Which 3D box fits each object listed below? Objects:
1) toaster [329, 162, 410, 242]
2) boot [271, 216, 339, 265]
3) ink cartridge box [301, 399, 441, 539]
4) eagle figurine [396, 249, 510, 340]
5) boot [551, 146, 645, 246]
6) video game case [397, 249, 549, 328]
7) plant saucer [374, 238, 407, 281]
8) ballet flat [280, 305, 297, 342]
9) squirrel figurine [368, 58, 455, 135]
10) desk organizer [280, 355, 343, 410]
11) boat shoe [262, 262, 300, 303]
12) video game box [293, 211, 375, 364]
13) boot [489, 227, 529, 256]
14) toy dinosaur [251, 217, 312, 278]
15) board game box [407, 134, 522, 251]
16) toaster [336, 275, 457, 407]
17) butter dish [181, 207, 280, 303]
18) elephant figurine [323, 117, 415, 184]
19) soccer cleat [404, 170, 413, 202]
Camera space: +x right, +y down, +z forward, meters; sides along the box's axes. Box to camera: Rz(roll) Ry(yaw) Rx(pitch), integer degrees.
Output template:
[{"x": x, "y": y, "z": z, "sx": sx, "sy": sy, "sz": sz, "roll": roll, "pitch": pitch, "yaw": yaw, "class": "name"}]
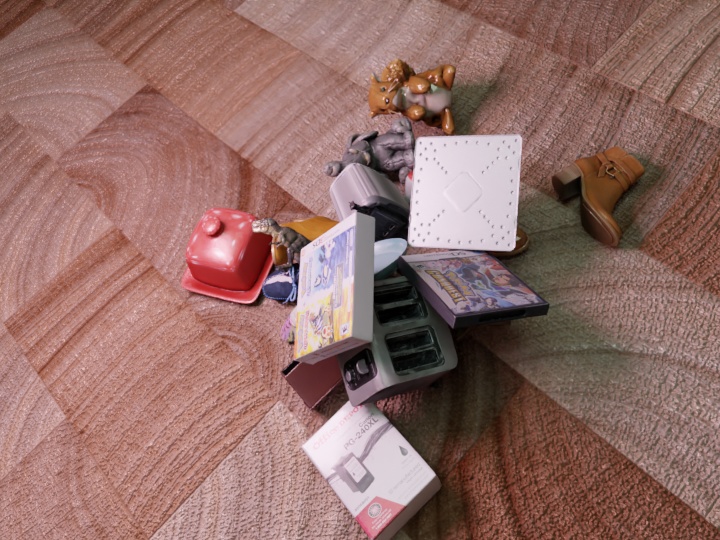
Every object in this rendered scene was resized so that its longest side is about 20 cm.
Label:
[{"x": 0.019, "y": -0.127, "z": 1.283, "sx": 0.114, "sy": 0.198, "sz": 0.131, "roll": -46, "pitch": 48, "yaw": 23, "class": "toaster"}, {"x": -0.088, "y": -0.065, "z": 1.298, "sx": 0.140, "sy": 0.072, "sz": 0.202, "roll": 2, "pitch": 24, "yaw": 15, "class": "boot"}, {"x": 0.016, "y": 0.327, "z": 1.073, "sx": 0.145, "sy": 0.084, "sz": 0.200, "roll": -41, "pitch": 58, "yaw": -11, "class": "ink cartridge box"}, {"x": 0.167, "y": 0.030, "z": 1.186, "sx": 0.150, "sy": 0.151, "sz": 0.202, "roll": -37, "pitch": 60, "yaw": 15, "class": "eagle figurine"}, {"x": 0.487, "y": -0.150, "z": 1.244, "sx": 0.153, "sy": 0.077, "sz": 0.202, "roll": -25, "pitch": 49, "yaw": -5, "class": "boot"}, {"x": 0.181, "y": 0.022, "z": 1.058, "sx": 0.177, "sy": 0.026, "sz": 0.200, "roll": -5, "pitch": 30, "yaw": -23, "class": "video game case"}, {"x": 0.000, "y": 0.000, "z": 1.175, "sx": 0.197, "sy": 0.028, "sz": 0.201, "roll": -24, "pitch": 16, "yaw": 7, "class": "plant saucer"}, {"x": -0.075, "y": 0.074, "z": 1.256, "sx": 0.196, "sy": 0.072, "sz": 0.070, "roll": -23, "pitch": 57, "yaw": 1, "class": "ballet flat"}, {"x": 0.101, "y": -0.389, "z": 1.425, "sx": 0.182, "sy": 0.144, "sz": 0.201, "roll": -7, "pitch": 31, "yaw": -9, "class": "squirrel figurine"}, {"x": -0.049, "y": 0.153, "z": 1.182, "sx": 0.200, "sy": 0.072, "sz": 0.077, "roll": -43, "pitch": 100, "yaw": -12, "class": "desk organizer"}, {"x": -0.107, "y": 0.015, "z": 1.284, "sx": 0.196, "sy": 0.069, "sz": 0.086, "roll": -17, "pitch": 100, "yaw": 7, "class": "boat shoe"}, {"x": -0.044, "y": 0.032, "z": 1.034, "sx": 0.046, "sy": 0.181, "sz": 0.205, "roll": 14, "pitch": 65, "yaw": -28, "class": "video game box"}, {"x": 0.229, "y": -0.112, "z": 1.229, "sx": 0.196, "sy": 0.156, "sz": 0.074, "roll": 15, "pitch": 56, "yaw": 22, "class": "boot"}, {"x": -0.118, "y": -0.032, "z": 1.219, "sx": 0.047, "sy": 0.197, "sz": 0.090, "roll": -12, "pitch": 60, "yaw": 61, "class": "toy dinosaur"}, {"x": 0.188, "y": -0.139, "z": 1.157, "sx": 0.196, "sy": 0.026, "sz": 0.205, "roll": 3, "pitch": 86, "yaw": 24, "class": "board game box"}, {"x": 0.057, "y": 0.118, "z": 1.093, "sx": 0.196, "sy": 0.119, "sz": 0.185, "roll": -8, "pitch": 70, "yaw": -29, "class": "toaster"}, {"x": -0.286, "y": -0.058, "z": 1.347, "sx": 0.196, "sy": 0.149, "sz": 0.203, "roll": 11, "pitch": 62, "yaw": 21, "class": "butter dish"}, {"x": 0.021, "y": -0.246, "z": 1.373, "sx": 0.195, "sy": 0.156, "sz": 0.144, "roll": -11, "pitch": 64, "yaw": 4, "class": "elephant figurine"}, {"x": 0.185, "y": -0.153, "z": 1.328, "sx": 0.195, "sy": 0.087, "sz": 0.069, "roll": 16, "pitch": 32, "yaw": -1, "class": "soccer cleat"}]
